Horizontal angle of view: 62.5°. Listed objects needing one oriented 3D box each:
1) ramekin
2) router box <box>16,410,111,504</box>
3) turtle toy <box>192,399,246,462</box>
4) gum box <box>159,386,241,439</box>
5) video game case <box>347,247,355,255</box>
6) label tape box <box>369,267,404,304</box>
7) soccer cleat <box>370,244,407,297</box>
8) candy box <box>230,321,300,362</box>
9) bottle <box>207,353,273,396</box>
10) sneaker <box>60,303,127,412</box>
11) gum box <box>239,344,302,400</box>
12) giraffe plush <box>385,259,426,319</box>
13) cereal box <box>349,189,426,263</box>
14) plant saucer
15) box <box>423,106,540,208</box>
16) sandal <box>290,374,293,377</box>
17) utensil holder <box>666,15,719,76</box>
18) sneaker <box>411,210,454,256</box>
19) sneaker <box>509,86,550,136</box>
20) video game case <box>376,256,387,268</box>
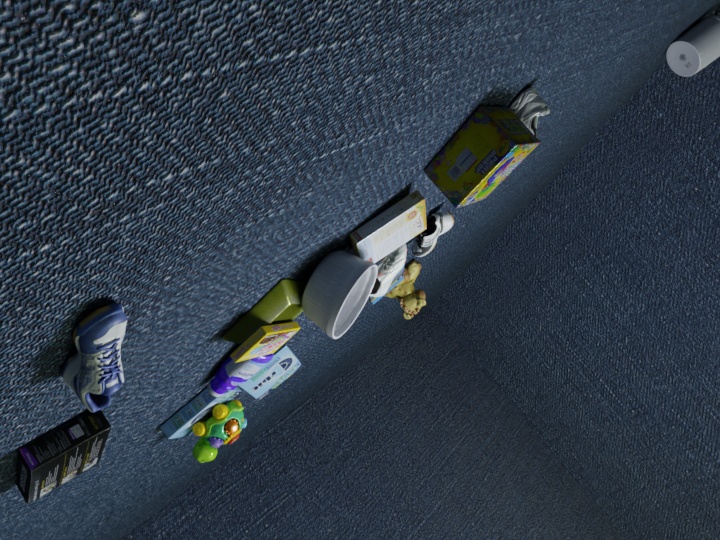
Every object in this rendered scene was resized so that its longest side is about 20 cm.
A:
[{"bbox_3d":[-0.053,0.050,1.403,0.201,0.104,0.201,-55,164,-23],"label":"ramekin"},{"bbox_3d":[-0.565,0.353,1.125,0.149,0.051,0.200,-27,162,-43],"label":"router box"},{"bbox_3d":[-0.402,0.456,1.680,0.200,0.101,0.146,-42,170,5],"label":"turtle toy"},{"bbox_3d":[-0.441,0.386,1.661,0.200,0.045,0.170,-40,169,-6],"label":"gum box"},{"bbox_3d":[0.024,-0.061,1.562,0.200,0.023,0.182,-44,168,14],"label":"video game case"},{"bbox_3d":[0.071,0.026,1.928,0.144,0.063,0.200,-39,168,-7],"label":"label tape box"},{"bbox_3d":[0.077,-0.004,1.750,0.077,0.069,0.202,-8,129,-51],"label":"soccer cleat"},{"bbox_3d":[-0.216,0.163,1.373,0.102,0.027,0.200,-40,169,11],"label":"candy box"},{"bbox_3d":[-0.311,0.250,1.506,0.200,0.066,0.083,-40,149,22],"label":"bottle"},{"bbox_3d":[-0.365,0.128,0.852,0.075,0.088,0.200,-25,159,-46],"label":"sneaker"},{"bbox_3d":[-0.268,0.288,1.723,0.169,0.045,0.200,-39,156,-10],"label":"gum box"},{"bbox_3d":[0.183,0.086,2.256,0.199,0.163,0.173,-38,168,-16],"label":"giraffe plush"},{"bbox_3d":[0.070,-0.095,1.443,0.199,0.040,0.144,-33,155,-9],"label":"cereal box"},{"bbox_3d":[-0.202,0.107,1.394,0.200,0.048,0.200,-42,168,9],"label":"plant saucer"},{"bbox_3d":[0.287,-0.268,1.392,0.200,0.122,0.192,-47,166,33],"label":"box"},{"bbox_3d":[-0.270,0.311,1.907,0.199,0.081,0.055,3,114,-64],"label":"sandal"},{"bbox_3d":[1.393,-0.921,2.440,0.199,0.171,0.170,-35,168,-12],"label":"utensil holder"},{"bbox_3d":[0.204,-0.117,1.859,0.087,0.076,0.200,-8,147,-39],"label":"sneaker"},{"bbox_3d":[0.384,-0.348,1.468,0.078,0.100,0.200,-25,160,-50],"label":"sneaker"},{"bbox_3d":[0.000,0.000,1.609,0.199,0.023,0.182,-30,165,-38],"label":"video game case"}]
